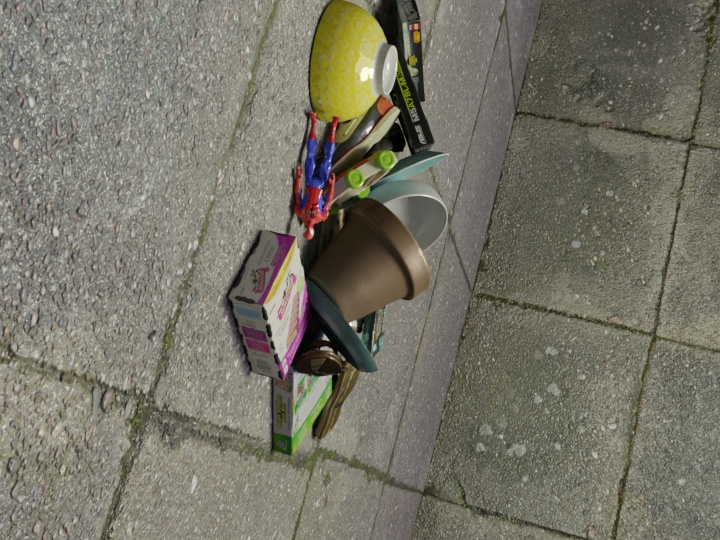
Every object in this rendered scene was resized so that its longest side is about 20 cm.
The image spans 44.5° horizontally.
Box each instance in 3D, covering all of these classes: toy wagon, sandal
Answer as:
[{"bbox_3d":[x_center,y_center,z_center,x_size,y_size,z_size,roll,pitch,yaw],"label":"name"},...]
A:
[{"bbox_3d":[-0.024,-0.141,1.517,0.199,0.040,0.155,-33,177,-23],"label":"toy wagon"},{"bbox_3d":[-0.062,0.148,1.512,0.200,0.080,0.056,39,44,-74],"label":"sandal"},{"bbox_3d":[-0.056,0.250,1.811,0.203,0.053,0.080,-66,160,9],"label":"sandal"}]

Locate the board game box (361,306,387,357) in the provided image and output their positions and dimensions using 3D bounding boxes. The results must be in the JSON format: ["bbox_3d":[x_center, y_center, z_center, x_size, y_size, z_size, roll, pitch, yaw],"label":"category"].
[{"bbox_3d":[0.029,0.101,1.781,0.200,0.028,0.138,-7,103,-82],"label":"board game box"}]

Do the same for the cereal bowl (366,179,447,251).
[{"bbox_3d":[0.070,-0.108,1.754,0.201,0.197,0.084,81,-8,-52],"label":"cereal bowl"}]

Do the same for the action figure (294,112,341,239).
[{"bbox_3d":[-0.073,-0.151,1.426,0.052,0.064,0.204,-115,-147,-79],"label":"action figure"}]

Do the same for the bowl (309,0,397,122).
[{"bbox_3d":[0.000,-0.341,1.461,0.200,0.106,0.204,12,90,-74],"label":"bowl"}]

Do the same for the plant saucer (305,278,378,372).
[{"bbox_3d":[-0.043,0.101,1.501,0.027,0.200,0.201,-39,154,-10],"label":"plant saucer"}]

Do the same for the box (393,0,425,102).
[{"bbox_3d":[0.096,-0.452,1.743,0.201,0.039,0.139,81,0,-53],"label":"box"}]

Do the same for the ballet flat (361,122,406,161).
[{"bbox_3d":[0.034,-0.249,1.652,0.200,0.067,0.070,-36,123,-69],"label":"ballet flat"}]

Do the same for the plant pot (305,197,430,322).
[{"bbox_3d":[0.000,0.000,1.570,0.174,0.200,0.202,-37,148,-18],"label":"plant pot"}]

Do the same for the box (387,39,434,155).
[{"bbox_3d":[0.084,-0.316,1.645,0.200,0.047,0.196,-75,147,-85],"label":"box"}]

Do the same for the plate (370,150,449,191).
[{"bbox_3d":[0.077,-0.194,1.700,0.026,0.198,0.200,68,19,0],"label":"plate"}]

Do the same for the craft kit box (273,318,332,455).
[{"bbox_3d":[-0.102,0.198,1.613,0.200,0.048,0.201,-53,148,-56],"label":"craft kit box"}]

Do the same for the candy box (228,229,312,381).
[{"bbox_3d":[-0.134,0.056,1.362,0.202,0.060,0.138,81,25,-51],"label":"candy box"}]

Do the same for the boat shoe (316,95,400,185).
[{"bbox_3d":[-0.014,-0.230,1.535,0.200,0.062,0.071,-48,169,-15],"label":"boat shoe"}]

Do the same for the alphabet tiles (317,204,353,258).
[{"bbox_3d":[-0.047,-0.037,1.700,0.200,0.007,0.170,-32,131,-69],"label":"alphabet tiles"}]

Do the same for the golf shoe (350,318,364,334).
[{"bbox_3d":[-0.021,0.071,1.764,0.200,0.071,0.094,-53,147,-76],"label":"golf shoe"}]
